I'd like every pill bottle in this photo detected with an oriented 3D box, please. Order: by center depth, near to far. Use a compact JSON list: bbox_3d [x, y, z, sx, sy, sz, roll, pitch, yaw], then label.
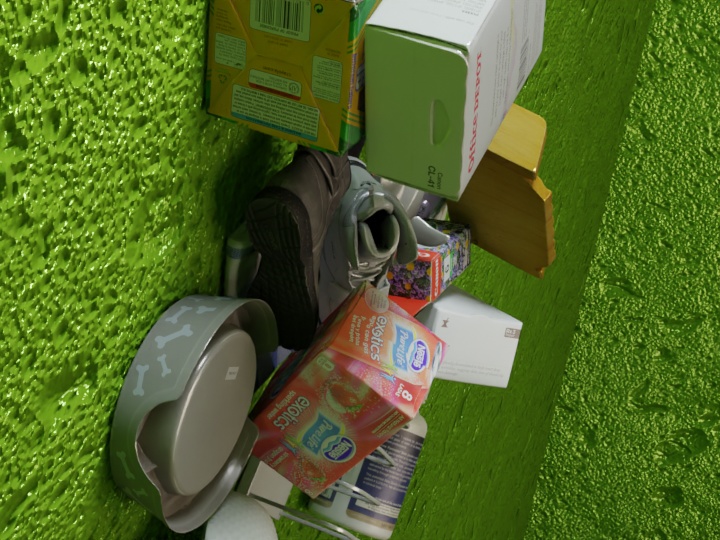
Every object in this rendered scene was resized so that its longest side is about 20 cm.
[{"bbox_3d":[0.018,0.218,1.542,0.111,0.110,0.202,41,68,-71],"label":"pill bottle"}]

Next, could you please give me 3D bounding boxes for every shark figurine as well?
[{"bbox_3d":[0.035,-0.106,1.271,0.089,0.127,0.217,9,97,-63],"label":"shark figurine"}]

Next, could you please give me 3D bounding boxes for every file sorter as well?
[{"bbox_3d":[-0.026,0.181,1.349,0.139,0.124,0.201,58,52,-67],"label":"file sorter"}]

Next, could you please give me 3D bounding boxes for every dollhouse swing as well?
[{"bbox_3d":[0.180,-0.139,1.401,0.176,0.181,0.201,-49,151,-22],"label":"dollhouse swing"}]

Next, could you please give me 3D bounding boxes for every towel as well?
[{"bbox_3d":[-0.088,0.025,1.173,0.147,0.024,0.202,-47,150,-53],"label":"towel"}]

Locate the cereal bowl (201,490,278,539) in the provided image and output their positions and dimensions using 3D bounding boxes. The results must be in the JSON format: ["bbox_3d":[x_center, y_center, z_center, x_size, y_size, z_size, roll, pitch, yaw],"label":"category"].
[{"bbox_3d":[-0.112,0.303,1.146,0.200,0.082,0.202,-172,-90,-84],"label":"cereal bowl"}]

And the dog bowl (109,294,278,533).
[{"bbox_3d":[-0.138,0.112,1.044,0.200,0.058,0.202,18,90,-74],"label":"dog bowl"}]

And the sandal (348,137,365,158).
[{"bbox_3d":[-0.009,-0.168,1.208,0.075,0.048,0.202,-41,157,-61],"label":"sandal"}]

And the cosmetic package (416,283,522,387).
[{"bbox_3d":[0.087,0.063,1.439,0.200,0.112,0.082,-143,-114,-66],"label":"cosmetic package"}]

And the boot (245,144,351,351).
[{"bbox_3d":[-0.044,-0.032,1.105,0.201,0.069,0.132,98,16,-48],"label":"boot"}]

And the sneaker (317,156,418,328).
[{"bbox_3d":[0.000,0.000,1.187,0.115,0.074,0.202,-142,-132,-62],"label":"sneaker"}]

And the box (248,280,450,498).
[{"bbox_3d":[-0.020,0.114,1.144,0.200,0.102,0.095,-45,-170,49],"label":"box"}]

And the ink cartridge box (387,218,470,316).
[{"bbox_3d":[0.039,-0.006,1.358,0.200,0.108,0.051,-39,133,-60],"label":"ink cartridge box"}]

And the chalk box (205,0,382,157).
[{"bbox_3d":[-0.021,-0.195,0.995,0.200,0.123,0.125,-45,148,-54],"label":"chalk box"}]

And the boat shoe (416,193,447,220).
[{"bbox_3d":[0.085,-0.119,1.490,0.065,0.074,0.204,-35,146,-71],"label":"boat shoe"}]

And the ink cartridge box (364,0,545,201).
[{"bbox_3d":[0.078,-0.179,0.969,0.148,0.085,0.201,89,26,-46],"label":"ink cartridge box"}]
